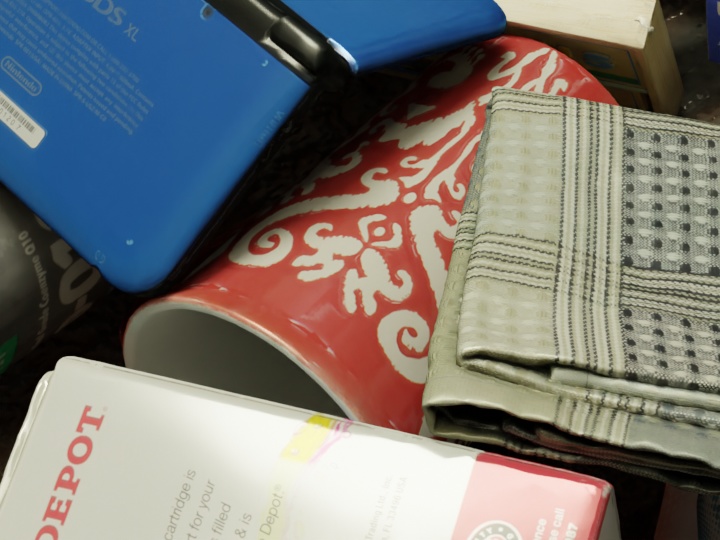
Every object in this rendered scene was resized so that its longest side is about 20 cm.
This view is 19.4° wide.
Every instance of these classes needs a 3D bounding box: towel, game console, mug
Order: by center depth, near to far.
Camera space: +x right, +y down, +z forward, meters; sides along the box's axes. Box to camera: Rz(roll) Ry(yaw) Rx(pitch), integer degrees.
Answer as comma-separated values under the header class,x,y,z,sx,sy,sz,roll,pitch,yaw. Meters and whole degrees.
class,x,y,z,sx,sy,sz,roll,pitch,yaw
towel,0.126,0.005,0.740,0.192,0.035,0.200,13,39,1
game console,-0.075,-0.100,0.841,0.200,0.118,0.171,41,97,26
mug,0.002,-0.007,0.850,0.177,0.134,0.200,28,55,23

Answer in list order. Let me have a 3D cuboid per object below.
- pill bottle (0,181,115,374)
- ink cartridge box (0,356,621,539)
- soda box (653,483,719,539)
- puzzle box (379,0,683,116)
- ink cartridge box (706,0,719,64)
class,x,y,z,sx,sy,sz,roll,pitch,yaw
pill bottle,-0.172,-0.009,0.854,0.113,0.113,0.200,29,47,26
ink cartridge box,-0.026,0.126,0.696,0.199,0.086,0.148,12,67,19
soda box,0.133,0.141,0.724,0.063,0.068,0.201,27,59,-18
puzzle box,0.040,-0.108,0.929,0.199,0.133,0.026,14,81,17
ink cartridge box,0.238,-0.149,0.891,0.094,0.044,0.200,26,60,29
